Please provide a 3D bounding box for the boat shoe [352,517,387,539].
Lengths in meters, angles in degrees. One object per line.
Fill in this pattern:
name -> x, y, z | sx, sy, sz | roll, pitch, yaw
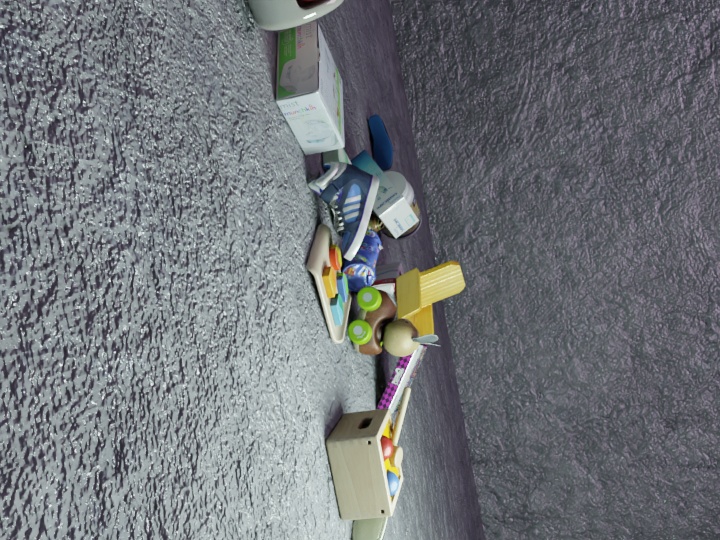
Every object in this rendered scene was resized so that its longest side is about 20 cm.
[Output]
boat shoe -> 0.029, 0.506, 1.282 | 0.200, 0.071, 0.068 | -77, 150, -65

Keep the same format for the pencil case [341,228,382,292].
pencil case -> 0.006, -0.028, 1.562 | 0.200, 0.086, 0.078 | -76, 169, -59

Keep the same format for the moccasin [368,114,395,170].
moccasin -> 0.079, -0.447, 2.221 | 0.068, 0.080, 0.201 | 27, 55, -80

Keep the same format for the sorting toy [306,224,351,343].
sorting toy -> -0.057, 0.025, 1.351 | 0.185, 0.036, 0.201 | -80, 156, -56

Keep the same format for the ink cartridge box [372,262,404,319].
ink cartridge box -> 0.085, 0.076, 1.830 | 0.200, 0.085, 0.148 | -61, 139, -68

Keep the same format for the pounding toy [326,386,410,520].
pounding toy -> 0.034, 0.355, 1.256 | 0.200, 0.141, 0.185 | -31, 111, -76

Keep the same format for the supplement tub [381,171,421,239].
supplement tub -> 0.110, -0.207, 2.019 | 0.200, 0.144, 0.145 | 62, 22, -55

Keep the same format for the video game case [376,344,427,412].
video game case -> 0.115, 0.283, 1.688 | 0.201, 0.036, 0.181 | -66, 163, -1

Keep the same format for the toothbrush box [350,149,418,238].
toothbrush box -> 0.053, -0.204, 1.696 | 0.200, 0.085, 0.146 | 56, 5, 30

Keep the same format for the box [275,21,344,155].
box -> -0.101, -0.382, 1.334 | 0.177, 0.096, 0.201 | 57, 26, -58

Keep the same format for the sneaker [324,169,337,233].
sneaker -> -0.040, -0.160, 1.498 | 0.081, 0.073, 0.201 | -92, 167, -45

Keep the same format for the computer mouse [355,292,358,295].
computer mouse -> 0.000, 0.000, 1.639 | 0.200, 0.034, 0.059 | -93, -165, -57

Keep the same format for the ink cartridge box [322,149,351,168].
ink cartridge box -> -0.055, -0.310, 1.598 | 0.161, 0.050, 0.201 | 53, 32, -64

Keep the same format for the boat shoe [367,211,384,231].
boat shoe -> 0.039, -0.140, 1.827 | 0.200, 0.068, 0.072 | -65, 143, -69

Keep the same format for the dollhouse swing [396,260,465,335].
dollhouse swing -> 0.206, 0.096, 1.763 | 0.200, 0.175, 0.183 | 62, 23, -57

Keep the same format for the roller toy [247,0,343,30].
roller toy -> -0.124, -0.537, 1.147 | 0.183, 0.199, 0.140 | -76, 152, -49

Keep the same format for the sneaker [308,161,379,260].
sneaker -> -0.052, -0.136, 1.365 | 0.081, 0.146, 0.201 | 148, -40, -79

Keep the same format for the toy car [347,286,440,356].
toy car -> 0.091, 0.137, 1.485 | 0.164, 0.199, 0.159 | 52, 53, -70
